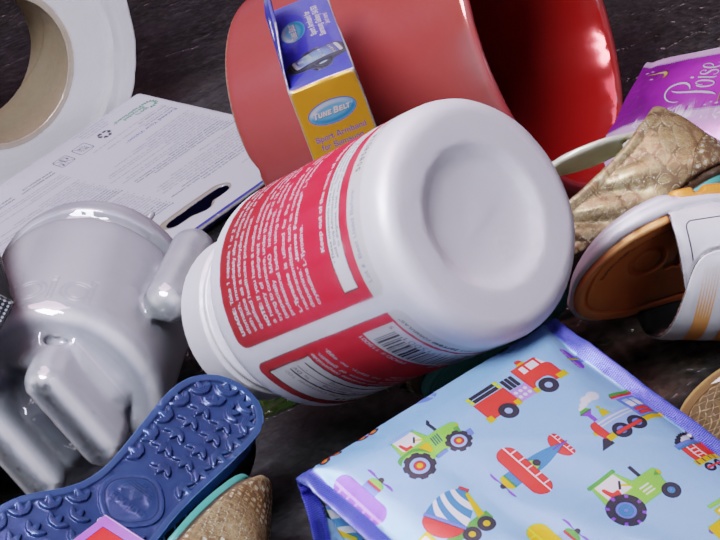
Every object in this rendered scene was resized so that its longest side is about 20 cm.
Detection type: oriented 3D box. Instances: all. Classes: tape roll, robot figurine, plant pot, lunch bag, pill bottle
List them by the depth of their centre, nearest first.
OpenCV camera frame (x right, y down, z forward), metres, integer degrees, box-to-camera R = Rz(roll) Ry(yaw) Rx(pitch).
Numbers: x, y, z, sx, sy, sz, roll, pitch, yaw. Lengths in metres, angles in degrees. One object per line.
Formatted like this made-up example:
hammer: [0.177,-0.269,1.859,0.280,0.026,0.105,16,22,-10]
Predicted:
lunch bag: [0.096,0.123,1.002,0.150,0.095,0.200,-30,37,-27]
pill bottle: [0.000,0.000,1.131,0.112,0.113,0.200,-40,10,-36]
robot figurine: [-0.149,0.036,1.282,0.169,0.113,0.200,-28,23,19]
plant pot: [0.031,-0.118,1.391,0.176,0.201,0.201,-15,25,28]
tape roll: [-0.251,-0.139,1.587,0.202,0.204,0.071,-29,29,-21]

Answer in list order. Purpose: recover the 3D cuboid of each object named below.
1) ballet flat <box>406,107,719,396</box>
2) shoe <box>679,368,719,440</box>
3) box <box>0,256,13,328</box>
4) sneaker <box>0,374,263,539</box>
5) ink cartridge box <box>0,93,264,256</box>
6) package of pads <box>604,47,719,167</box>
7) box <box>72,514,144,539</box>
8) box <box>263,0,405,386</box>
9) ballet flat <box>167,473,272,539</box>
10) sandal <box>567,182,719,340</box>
ballet flat: [0.095,-0.013,1.219,0.199,0.071,0.065,-34,68,-6]
shoe: [0.238,0.062,1.060,0.199,0.053,0.070,-13,59,21]
box: [-0.251,0.061,1.248,0.201,0.044,0.160,-60,24,14]
sneaker: [-0.121,0.130,1.126,0.070,0.078,0.200,39,52,20]
ink cartridge box: [-0.143,-0.036,1.502,0.199,0.044,0.196,16,43,45]
package of pads: [0.237,-0.077,1.283,0.199,0.076,0.121,-8,26,25]
box: [-0.082,0.189,0.949,0.199,0.039,0.137,28,49,35]
box: [-0.003,-0.054,1.260,0.041,0.201,0.119,-18,27,0]
ballet flat: [-0.085,0.168,1.066,0.065,0.071,0.200,28,50,22]
sandal: [0.203,-0.003,1.172,0.205,0.079,0.059,-12,53,-12]
